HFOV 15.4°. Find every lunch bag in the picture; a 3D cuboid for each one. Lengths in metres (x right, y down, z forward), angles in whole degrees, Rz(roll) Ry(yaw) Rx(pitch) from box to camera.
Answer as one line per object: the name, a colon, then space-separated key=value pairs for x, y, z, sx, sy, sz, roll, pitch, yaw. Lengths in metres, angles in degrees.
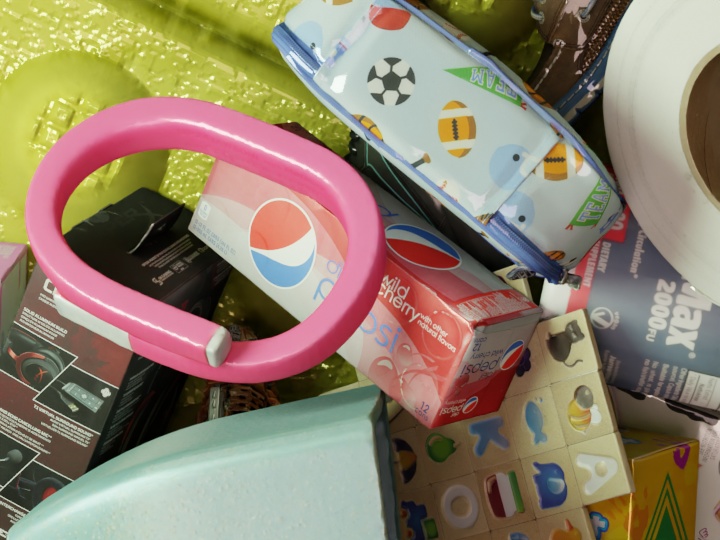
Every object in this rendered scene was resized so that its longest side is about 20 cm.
lunch bag: x=0.050 y=-0.071 z=1.360 sx=0.200 sy=0.160 sz=0.076 roll=43 pitch=92 yaw=6

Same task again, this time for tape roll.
tape roll: x=0.240 y=-0.086 z=1.335 sx=0.202 sy=0.139 sz=0.204 roll=16 pitch=119 yaw=32

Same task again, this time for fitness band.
fitness band: x=-0.083 y=-0.020 z=1.402 sx=0.199 sy=0.144 sz=0.038 roll=23 pitch=153 yaw=22

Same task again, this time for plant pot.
plant pot: x=-0.076 y=0.175 z=1.389 sx=0.199 sy=0.196 sz=0.198 roll=-7 pitch=92 yaw=2

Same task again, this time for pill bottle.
pill bottle: x=0.201 y=0.017 z=1.466 sx=0.199 sy=0.120 sz=0.120 roll=13 pitch=110 yaw=4

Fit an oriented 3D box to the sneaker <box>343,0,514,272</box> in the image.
sneaker: x=0.018 y=-0.080 z=1.487 sx=0.079 sy=0.075 sz=0.201 roll=-21 pitch=97 yaw=29

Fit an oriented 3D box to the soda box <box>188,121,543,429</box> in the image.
soda box: x=0.000 y=0.000 z=1.451 sx=0.200 sy=0.063 sz=0.070 roll=38 pitch=119 yaw=30

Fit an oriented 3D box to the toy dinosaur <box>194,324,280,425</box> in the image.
toy dinosaur: x=-0.071 y=0.138 z=1.539 sx=0.102 sy=0.136 sz=0.201 roll=13 pitch=69 yaw=20

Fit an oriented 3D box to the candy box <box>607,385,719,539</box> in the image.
candy box: x=0.214 y=0.143 z=1.539 sx=0.199 sy=0.061 sz=0.137 roll=19 pitch=111 yaw=3

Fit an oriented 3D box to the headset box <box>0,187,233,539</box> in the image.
headset box: x=-0.148 y=0.051 z=1.516 sx=0.075 sy=0.149 sz=0.201 roll=27 pitch=110 yaw=9

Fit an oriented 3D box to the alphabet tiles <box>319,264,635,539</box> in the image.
alphabet tiles: x=0.060 y=0.094 z=1.461 sx=0.199 sy=0.006 sz=0.167 roll=-20 pitch=82 yaw=41

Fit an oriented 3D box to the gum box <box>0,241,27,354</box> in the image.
gum box: x=-0.264 y=0.081 z=1.592 sx=0.113 sy=0.066 sz=0.201 roll=7 pitch=110 yaw=6

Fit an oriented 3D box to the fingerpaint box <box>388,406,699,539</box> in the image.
fingerpaint box: x=0.085 y=0.164 z=1.502 sx=0.199 sy=0.073 sz=0.168 roll=10 pitch=103 yaw=38

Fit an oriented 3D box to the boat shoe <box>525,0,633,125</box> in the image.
boat shoe: x=0.129 y=-0.148 z=1.454 sx=0.072 sy=0.072 sz=0.200 roll=41 pitch=100 yaw=-1
